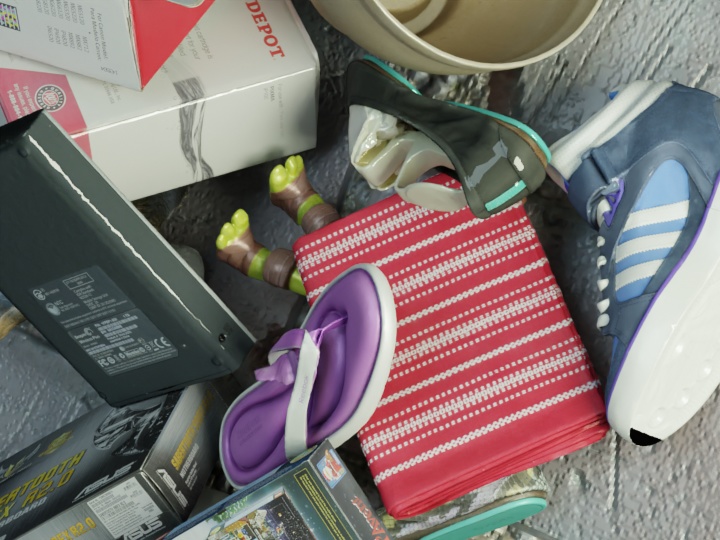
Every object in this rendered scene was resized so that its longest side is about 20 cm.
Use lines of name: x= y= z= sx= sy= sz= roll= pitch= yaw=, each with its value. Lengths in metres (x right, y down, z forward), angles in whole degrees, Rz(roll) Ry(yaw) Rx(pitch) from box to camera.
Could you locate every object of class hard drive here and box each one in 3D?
hard drive: x=-0.175 y=-0.004 z=1.674 sx=0.139 sy=0.200 sz=0.033 roll=-17 pitch=32 yaw=48

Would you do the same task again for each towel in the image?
towel: x=0.052 y=0.038 z=1.606 sx=0.144 sy=0.023 sz=0.201 roll=-24 pitch=60 yaw=5

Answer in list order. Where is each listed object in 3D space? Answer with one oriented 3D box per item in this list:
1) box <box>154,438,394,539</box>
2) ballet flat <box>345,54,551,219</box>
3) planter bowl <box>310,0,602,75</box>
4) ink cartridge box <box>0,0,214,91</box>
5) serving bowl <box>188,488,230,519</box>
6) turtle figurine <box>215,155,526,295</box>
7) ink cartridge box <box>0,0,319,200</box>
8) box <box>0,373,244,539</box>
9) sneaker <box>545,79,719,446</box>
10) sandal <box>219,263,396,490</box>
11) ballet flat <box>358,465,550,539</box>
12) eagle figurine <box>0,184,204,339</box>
box: x=-0.023 y=0.217 z=1.594 sx=0.136 sy=0.038 sz=0.201 roll=-31 pitch=95 yaw=24
ballet flat: x=0.033 y=-0.078 z=1.625 sx=0.068 sy=0.068 sz=0.200 roll=-48 pitch=33 yaw=-10
planter bowl: x=0.040 y=-0.208 z=1.660 sx=0.135 sy=0.199 sz=0.201 roll=-18 pitch=64 yaw=60
ink cartridge box: x=-0.129 y=-0.211 z=1.701 sx=0.175 sy=0.084 sz=0.200 roll=18 pitch=48 yaw=21
serving bowl: x=-0.133 y=0.233 z=1.717 sx=0.199 sy=0.066 sz=0.201 roll=-11 pitch=71 yaw=33
turtle figurine: x=0.000 y=0.000 z=1.689 sx=0.161 sy=0.064 sz=0.200 roll=39 pitch=89 yaw=21
ink cartridge box: x=-0.140 y=-0.126 z=1.743 sx=0.199 sy=0.083 sz=0.147 roll=-16 pitch=51 yaw=-13
box: x=-0.177 y=0.143 z=1.727 sx=0.199 sy=0.048 sz=0.159 roll=-29 pitch=18 yaw=26
sneaker: x=0.156 y=-0.013 z=1.573 sx=0.146 sy=0.080 sz=0.201 roll=26 pitch=92 yaw=39
sandal: x=-0.039 y=0.073 z=1.598 sx=0.203 sy=0.050 sz=0.083 roll=-53 pitch=50 yaw=43
ballet flat: x=0.019 y=0.149 z=1.629 sx=0.200 sy=0.072 sz=0.072 roll=-28 pitch=62 yaw=19
eagle figurine: x=-0.187 y=-0.052 z=1.821 sx=0.151 sy=0.152 sz=0.200 roll=-5 pitch=31 yaw=-6
